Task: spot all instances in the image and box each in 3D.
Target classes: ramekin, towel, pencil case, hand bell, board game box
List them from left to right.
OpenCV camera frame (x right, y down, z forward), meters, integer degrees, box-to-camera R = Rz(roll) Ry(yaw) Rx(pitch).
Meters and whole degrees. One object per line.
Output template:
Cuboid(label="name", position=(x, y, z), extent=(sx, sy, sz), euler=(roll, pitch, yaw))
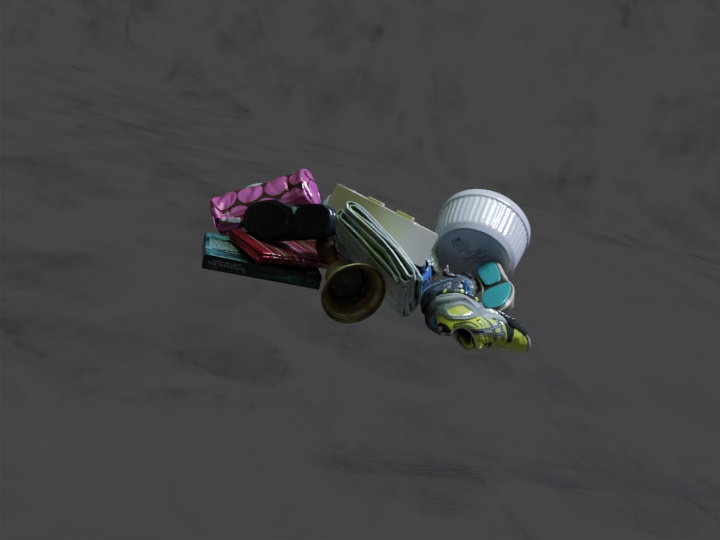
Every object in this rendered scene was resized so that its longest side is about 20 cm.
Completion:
Cuboid(label="board game box", position=(-0.173, -0.017, 1.360), extent=(0.200, 0.028, 0.135), euler=(12, 15, -14))
Cuboid(label="pencil case", position=(-0.175, -0.121, 1.439), extent=(0.200, 0.091, 0.094), euler=(-19, 5, 3))
Cuboid(label="towel", position=(-0.118, -0.033, 1.375), extent=(0.200, 0.023, 0.145), euler=(7, 16, -34))
Cuboid(label="hand bell", position=(-0.040, -0.010, 1.275), extent=(0.104, 0.104, 0.200), euler=(9, 25, -24))
Cuboid(label="towel", position=(0.030, -0.014, 1.264), extent=(0.171, 0.048, 0.200), euler=(48, -11, 14))
Cuboid(label="ramekin", position=(0.244, -0.058, 1.632), extent=(0.200, 0.200, 0.105), euler=(19, 48, 11))

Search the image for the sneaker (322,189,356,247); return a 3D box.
Cuboid(label="sneaker", position=(-0.038, -0.110, 1.516), extent=(0.073, 0.071, 0.200), euler=(52, 17, -23))

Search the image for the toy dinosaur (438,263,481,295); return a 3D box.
Cuboid(label="toy dinosaur", position=(0.196, 0.033, 1.541), extent=(0.088, 0.048, 0.200), euler=(25, 19, 7))

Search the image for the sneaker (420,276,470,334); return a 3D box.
Cuboid(label="sneaker", position=(0.135, 0.066, 1.347), extent=(0.082, 0.073, 0.200), euler=(-8, 10, 20))

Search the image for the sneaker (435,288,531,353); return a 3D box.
Cuboid(label="sneaker", position=(0.192, 0.100, 1.264), extent=(0.200, 0.076, 0.075), euler=(26, -25, -27))

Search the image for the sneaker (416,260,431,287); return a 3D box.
Cuboid(label="sneaker", position=(0.105, -0.004, 1.434), extent=(0.066, 0.078, 0.200), euler=(35, 21, 5))

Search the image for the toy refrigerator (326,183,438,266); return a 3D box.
Cuboid(label="toy refrigerator", position=(0.033, -0.083, 1.366), extent=(0.200, 0.070, 0.076), euler=(32, 8, 41))

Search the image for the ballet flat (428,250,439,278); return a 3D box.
Cuboid(label="ballet flat", position=(0.076, -0.019, 1.570), extent=(0.200, 0.072, 0.072), euler=(7, 17, -26))

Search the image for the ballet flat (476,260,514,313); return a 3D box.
Cuboid(label="ballet flat", position=(0.265, 0.047, 1.506), extent=(0.069, 0.070, 0.200), euler=(15, 27, -3))

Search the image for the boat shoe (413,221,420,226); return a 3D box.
Cuboid(label="boat shoe", position=(0.052, -0.049, 1.456), extent=(0.076, 0.072, 0.200), euler=(43, 33, 6))

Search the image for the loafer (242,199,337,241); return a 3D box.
Cuboid(label="loafer", position=(-0.114, -0.079, 1.346), extent=(0.200, 0.073, 0.072), euler=(9, -2, 34))

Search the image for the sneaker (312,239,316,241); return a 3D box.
Cuboid(label="sneaker", position=(-0.093, -0.079, 1.629), extent=(0.200, 0.078, 0.090), euler=(21, 34, 31))

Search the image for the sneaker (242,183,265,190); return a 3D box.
Cuboid(label="sneaker", position=(-0.185, -0.104, 1.536), extent=(0.200, 0.081, 0.146), euler=(18, 31, 21))
